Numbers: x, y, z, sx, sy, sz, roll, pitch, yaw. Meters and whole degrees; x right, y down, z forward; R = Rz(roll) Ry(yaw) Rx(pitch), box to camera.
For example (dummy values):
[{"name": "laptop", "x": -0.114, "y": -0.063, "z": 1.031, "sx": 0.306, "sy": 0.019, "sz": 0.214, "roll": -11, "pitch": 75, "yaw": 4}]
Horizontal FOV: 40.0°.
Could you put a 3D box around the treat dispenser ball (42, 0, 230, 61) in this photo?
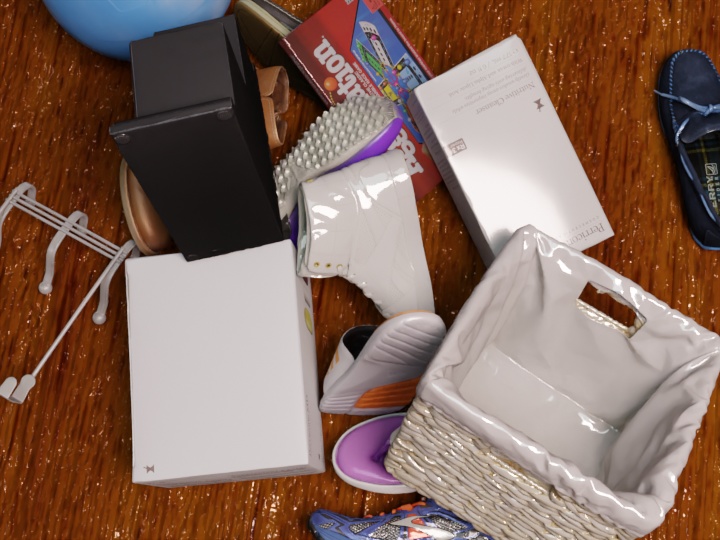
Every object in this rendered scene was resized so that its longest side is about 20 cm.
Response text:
[{"name": "treat dispenser ball", "x": -0.220, "y": -0.308, "z": 0.969, "sx": 0.200, "sy": 0.201, "sz": 0.202, "roll": -2, "pitch": 75, "yaw": 6}]

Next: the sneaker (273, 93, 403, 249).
[{"name": "sneaker", "x": -0.022, "y": -0.078, "z": 0.933, "sx": 0.200, "sy": 0.099, "sz": 0.070, "roll": -40, "pitch": 41, "yaw": 21}]

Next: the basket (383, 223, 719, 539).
[{"name": "basket", "x": 0.152, "y": 0.112, "z": 0.800, "sx": 0.198, "sy": 0.161, "sz": 0.200, "roll": 31, "pitch": 51, "yaw": 9}]

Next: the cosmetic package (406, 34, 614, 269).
[{"name": "cosmetic package", "x": 0.135, "y": -0.096, "z": 0.911, "sx": 0.113, "sy": 0.081, "sz": 0.201, "roll": -28, "pitch": 90, "yaw": -2}]

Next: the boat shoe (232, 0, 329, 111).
[{"name": "boat shoe", "x": -0.038, "y": -0.211, "z": 0.991, "sx": 0.200, "sy": 0.073, "sz": 0.065, "roll": 40, "pitch": 68, "yaw": -3}]

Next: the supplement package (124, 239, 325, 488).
[{"name": "supplement package", "x": -0.121, "y": 0.089, "z": 0.904, "sx": 0.155, "sy": 0.111, "sz": 0.201, "roll": -7, "pitch": 76, "yaw": 5}]

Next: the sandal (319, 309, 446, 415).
[{"name": "sandal", "x": 0.021, "y": 0.070, "z": 0.859, "sx": 0.079, "sy": 0.207, "sz": 0.059, "roll": 5, "pitch": 58, "yaw": -19}]

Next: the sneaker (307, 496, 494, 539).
[{"name": "sneaker", "x": 0.052, "y": 0.233, "z": 0.875, "sx": 0.199, "sy": 0.075, "sz": 0.079, "roll": 9, "pitch": 68, "yaw": 0}]

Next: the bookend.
[{"name": "bookend", "x": -0.139, "y": -0.145, "z": 0.829, "sx": 0.092, "sy": 0.200, "sz": 0.199, "roll": -12, "pitch": 63, "yaw": 1}]

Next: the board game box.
[{"name": "board game box", "x": 0.022, "y": -0.169, "z": 0.947, "sx": 0.103, "sy": 0.019, "sz": 0.200, "roll": -41, "pitch": 104, "yaw": -12}]

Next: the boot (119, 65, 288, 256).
[{"name": "boot", "x": -0.148, "y": -0.114, "z": 0.967, "sx": 0.154, "sy": 0.074, "sz": 0.201, "roll": -3, "pitch": 74, "yaw": 15}]

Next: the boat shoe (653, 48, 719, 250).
[{"name": "boat shoe", "x": 0.334, "y": -0.122, "z": 0.927, "sx": 0.084, "sy": 0.069, "sz": 0.201, "roll": -13, "pitch": 75, "yaw": 3}]

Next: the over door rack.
[{"name": "over door rack", "x": -0.328, "y": 0.023, "z": 0.958, "sx": 0.147, "sy": 0.067, "sz": 0.200, "roll": 27, "pitch": 59, "yaw": 12}]

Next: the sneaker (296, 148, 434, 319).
[{"name": "sneaker", "x": 0.000, "y": 0.000, "z": 0.890, "sx": 0.115, "sy": 0.074, "sz": 0.201, "roll": -17, "pitch": 111, "yaw": -9}]

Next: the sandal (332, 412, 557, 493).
[{"name": "sandal", "x": 0.075, "y": 0.151, "z": 0.884, "sx": 0.202, "sy": 0.050, "sz": 0.083, "roll": -2, "pitch": 44, "yaw": 0}]
